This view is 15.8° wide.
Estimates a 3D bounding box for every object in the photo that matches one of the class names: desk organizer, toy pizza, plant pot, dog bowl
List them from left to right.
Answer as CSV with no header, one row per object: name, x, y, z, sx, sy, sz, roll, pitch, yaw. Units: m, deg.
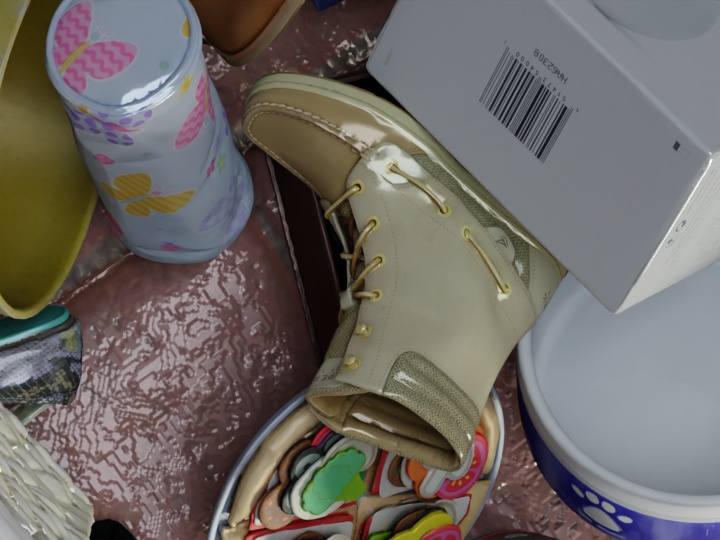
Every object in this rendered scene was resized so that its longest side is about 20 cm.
plant pot,-0.226,-0.087,1.375,0.141,0.200,0.201,11,87,11
desk organizer,0.003,-0.012,1.482,0.071,0.077,0.201,-15,94,-15
toy pizza,0.003,0.133,1.449,0.199,0.032,0.201,-21,133,-25
dog bowl,0.186,0.055,1.449,0.199,0.079,0.201,-1,61,3

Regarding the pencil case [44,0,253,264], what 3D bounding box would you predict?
pencil case,-0.110,-0.079,1.387,0.083,0.200,0.091,4,68,9

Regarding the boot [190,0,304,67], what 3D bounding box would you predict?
boot,-0.108,-0.184,1.386,0.155,0.200,0.074,41,75,-20

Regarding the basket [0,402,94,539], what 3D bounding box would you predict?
basket,-0.250,0.157,1.350,0.200,0.124,0.136,-36,106,16

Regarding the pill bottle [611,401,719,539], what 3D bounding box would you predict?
pill bottle,0.236,0.099,1.531,0.199,0.111,0.111,-29,98,-14

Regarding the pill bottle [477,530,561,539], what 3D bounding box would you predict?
pill bottle,0.115,0.212,1.450,0.115,0.200,0.117,0,91,-16

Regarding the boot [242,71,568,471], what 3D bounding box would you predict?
boot,0.000,0.000,1.376,0.199,0.073,0.156,34,61,-7

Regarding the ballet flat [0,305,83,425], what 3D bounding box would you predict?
ballet flat,-0.246,0.073,1.419,0.199,0.072,0.073,-12,93,-14

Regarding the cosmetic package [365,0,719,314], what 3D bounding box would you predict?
cosmetic package,0.149,-0.110,1.385,0.199,0.123,0.199,-24,62,-42

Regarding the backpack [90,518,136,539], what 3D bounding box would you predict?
backpack,-0.132,0.234,1.382,0.153,0.200,0.164,-30,99,-12

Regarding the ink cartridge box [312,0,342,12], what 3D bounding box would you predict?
ink cartridge box,0.013,-0.222,1.442,0.199,0.042,0.120,-23,132,4
